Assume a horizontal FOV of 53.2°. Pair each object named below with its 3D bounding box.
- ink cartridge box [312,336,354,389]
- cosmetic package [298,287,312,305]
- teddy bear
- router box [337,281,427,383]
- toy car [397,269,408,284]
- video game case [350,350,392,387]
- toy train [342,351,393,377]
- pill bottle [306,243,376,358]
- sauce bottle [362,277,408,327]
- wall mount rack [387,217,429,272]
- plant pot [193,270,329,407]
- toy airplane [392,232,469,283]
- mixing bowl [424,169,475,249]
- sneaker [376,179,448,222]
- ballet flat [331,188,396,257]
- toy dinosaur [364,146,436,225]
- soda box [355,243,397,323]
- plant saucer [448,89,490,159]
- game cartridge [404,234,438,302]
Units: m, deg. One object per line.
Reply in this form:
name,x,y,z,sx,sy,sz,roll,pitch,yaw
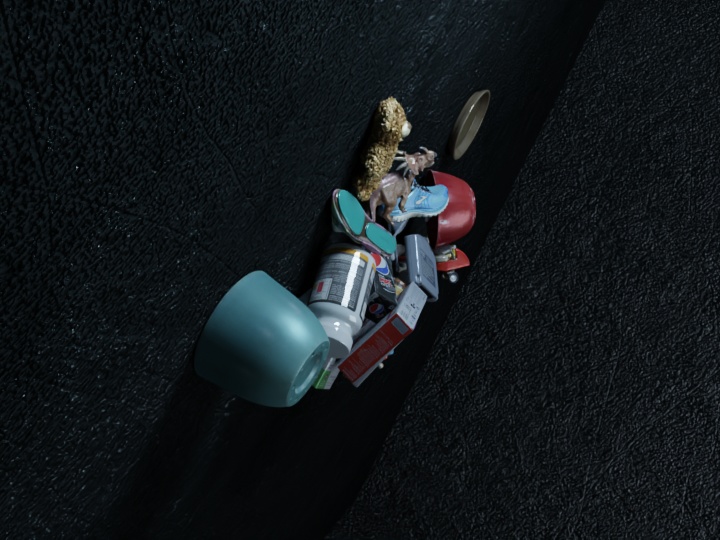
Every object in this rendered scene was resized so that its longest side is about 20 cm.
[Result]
ink cartridge box,-0.071,0.165,1.656,0.202,0.083,0.146,-61,166,-3
cosmetic package,-0.127,0.127,1.462,0.200,0.051,0.152,-40,156,-53
teddy bear,0.043,-0.221,1.353,0.202,0.066,0.145,-65,167,19
router box,0.049,0.125,1.508,0.179,0.049,0.200,-44,-177,22
toy car,0.079,0.102,1.813,0.174,0.151,0.200,-27,-174,38
video game case,0.066,0.159,1.637,0.200,0.022,0.182,-48,-179,23
toy train,0.008,0.199,1.879,0.199,0.055,0.151,-30,-145,43
pill bottle,-0.043,0.058,1.384,0.117,0.115,0.202,94,10,-59
sauce bottle,0.046,0.113,1.665,0.201,0.066,0.066,-60,165,-8
wall mount rack,0.105,-0.100,1.771,0.175,0.074,0.200,-57,164,-7
plant pot,-0.148,0.127,1.180,0.201,0.160,0.201,-54,163,-24
toy airplane,0.181,-0.053,1.951,0.198,0.198,0.143,1,102,-61
mixing bowl,0.230,-0.157,1.823,0.200,0.107,0.203,177,-90,-87
sneaker,0.129,-0.171,1.636,0.198,0.078,0.091,-17,126,-36
ballet flat,-0.009,-0.084,1.384,0.200,0.071,0.070,38,58,-41
toy dinosaur,0.062,-0.176,1.476,0.200,0.085,0.136,-45,159,-33
soda box,0.026,0.011,1.513,0.071,0.063,0.201,-43,-149,27
plant saucer,0.289,-0.394,1.929,0.201,0.029,0.201,-54,163,-24
game cartridge,0.147,-0.010,1.734,0.200,0.041,0.135,39,41,-65
